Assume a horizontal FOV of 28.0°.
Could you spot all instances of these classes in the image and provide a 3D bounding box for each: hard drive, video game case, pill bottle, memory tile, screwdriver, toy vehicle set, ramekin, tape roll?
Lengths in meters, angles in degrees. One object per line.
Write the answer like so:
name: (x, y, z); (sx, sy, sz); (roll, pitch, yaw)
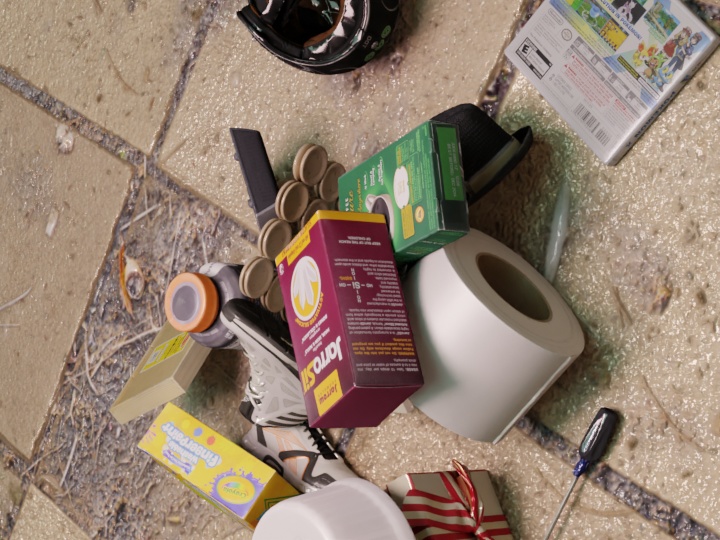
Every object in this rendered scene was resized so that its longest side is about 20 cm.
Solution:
hard drive: (-0.121, -0.089, 1.805); (0.042, 0.200, 0.136); (-17, 71, -3)
video game case: (0.275, -0.249, 1.603); (0.183, 0.022, 0.200); (-51, 57, 23)
pill bottle: (-0.150, 0.045, 1.793); (0.106, 0.199, 0.107); (-5, 82, 37)
memory tile: (-0.070, -0.042, 1.746); (0.017, 0.153, 0.201); (22, 82, 33)
screwdriver: (0.227, 0.238, 1.584); (0.029, 0.028, 0.201); (30, 102, 6)
toy vehicle set: (-0.240, 0.108, 1.880); (0.124, 0.201, 0.027); (-27, 113, 34)
ramekin: (-0.032, 0.325, 1.513); (0.200, 0.097, 0.203); (5, 96, 50)
tape roll: (0.126, 0.067, 1.574); (0.139, 0.202, 0.203); (-51, 58, 22)

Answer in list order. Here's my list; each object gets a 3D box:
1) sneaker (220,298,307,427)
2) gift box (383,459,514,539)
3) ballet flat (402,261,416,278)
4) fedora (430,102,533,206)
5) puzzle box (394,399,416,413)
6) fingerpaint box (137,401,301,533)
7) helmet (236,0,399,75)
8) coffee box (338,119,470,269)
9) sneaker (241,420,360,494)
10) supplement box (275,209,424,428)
sneaker: (-0.119, 0.126, 1.727); (0.115, 0.200, 0.076); (-41, 32, 10)
gift box: (0.071, 0.331, 1.598); (0.186, 0.199, 0.186); (-34, 71, 29)
ballet flat: (0.070, 0.025, 1.713); (0.066, 0.057, 0.202); (19, 97, 37)
fedora: (0.095, -0.122, 1.624); (0.200, 0.201, 0.092); (-34, 100, 31)
puzzle box: (-0.008, 0.072, 1.692); (0.133, 0.025, 0.201); (-1, 116, 62)
fingerpaint box: (-0.155, 0.264, 1.791); (0.199, 0.167, 0.074); (26, 74, 37)
helmet: (-0.049, -0.336, 1.760); (0.198, 0.191, 0.202); (2, 106, 8)
coffee box: (0.042, -0.071, 1.548); (0.200, 0.044, 0.124); (-29, 62, 56)
sneaker: (-0.068, 0.223, 1.793); (0.199, 0.073, 0.081); (27, 100, 36)
supplement box: (-0.014, 0.052, 1.505); (0.110, 0.085, 0.202); (-45, 50, 49)
